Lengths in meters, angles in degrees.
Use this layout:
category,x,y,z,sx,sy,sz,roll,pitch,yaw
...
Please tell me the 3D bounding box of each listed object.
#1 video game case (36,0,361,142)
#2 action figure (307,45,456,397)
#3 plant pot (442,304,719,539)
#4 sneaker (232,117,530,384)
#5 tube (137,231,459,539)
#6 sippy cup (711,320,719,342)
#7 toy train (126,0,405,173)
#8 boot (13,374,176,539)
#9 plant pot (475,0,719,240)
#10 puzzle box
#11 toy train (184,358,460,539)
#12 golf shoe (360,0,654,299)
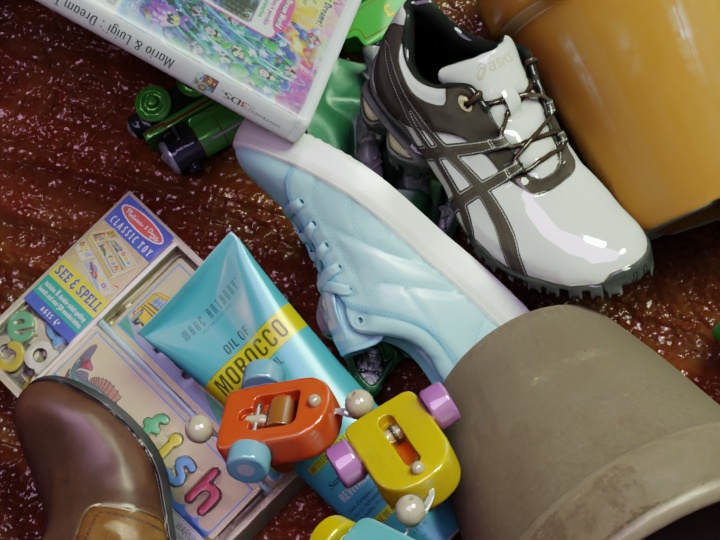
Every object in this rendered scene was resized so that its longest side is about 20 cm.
category,x,y,z,sx,sy,sz,roll,pitch,yaw
video game case,-0.084,-0.178,1.120,0.181,0.024,0.201,29,44,-9
action figure,0.015,-0.025,1.167,0.117,0.055,0.201,7,76,-3
plant pot,0.120,0.115,1.042,0.200,0.201,0.175,-31,52,-3
sneaker,0.000,0.000,1.100,0.200,0.074,0.082,38,79,3
tube,-0.026,0.077,1.110,0.077,0.050,0.200,-45,86,7
sippy cup,0.275,0.024,1.075,0.130,0.140,0.178,41,91,9
toy train,-0.045,-0.122,1.221,0.199,0.042,0.057,-31,79,-3
boot,-0.175,0.154,1.047,0.068,0.200,0.189,-32,82,35
plant pot,0.176,-0.122,1.117,0.199,0.200,0.184,-19,85,2
puzzle box,-0.111,0.065,1.170,0.200,0.025,0.133,42,81,20
toy train,-0.017,0.125,1.016,0.149,0.056,0.201,-14,41,17
golf shoe,0.075,-0.066,1.080,0.078,0.095,0.200,-35,61,-30
